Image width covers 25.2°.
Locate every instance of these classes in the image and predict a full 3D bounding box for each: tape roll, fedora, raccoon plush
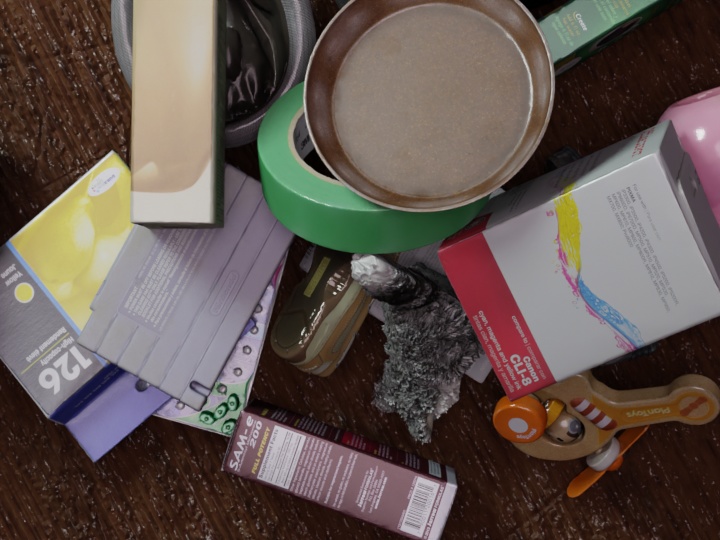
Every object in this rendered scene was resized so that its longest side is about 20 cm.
[{"bbox_3d":[0.014,-0.097,1.346,0.198,0.201,0.048,-2,133,2],"label":"tape roll"},{"bbox_3d":[-0.127,-0.209,1.433,0.176,0.090,0.202,-22,91,2],"label":"fedora"},{"bbox_3d":[0.026,0.062,1.380,0.199,0.097,0.135,27,101,-36],"label":"raccoon plush"}]

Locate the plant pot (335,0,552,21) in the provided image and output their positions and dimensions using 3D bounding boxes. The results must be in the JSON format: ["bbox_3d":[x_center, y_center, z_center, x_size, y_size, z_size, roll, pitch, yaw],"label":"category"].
[{"bbox_3d":[0.055,-0.291,1.387,0.176,0.200,0.201,-28,90,14],"label":"plant pot"}]

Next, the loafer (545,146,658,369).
[{"bbox_3d":[0.199,-0.009,1.432,0.072,0.073,0.202,-20,90,-6],"label":"loafer"}]

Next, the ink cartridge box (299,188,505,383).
[{"bbox_3d":[0.069,-0.017,1.463,0.199,0.047,0.161,33,91,-16],"label":"ink cartridge box"}]

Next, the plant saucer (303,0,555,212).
[{"bbox_3d":[0.055,-0.138,1.269,0.198,0.035,0.202,-3,74,10],"label":"plant saucer"}]

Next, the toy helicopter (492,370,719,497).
[{"bbox_3d":[0.222,0.132,1.415,0.198,0.079,0.133,-11,124,27],"label":"toy helicopter"}]

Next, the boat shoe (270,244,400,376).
[{"bbox_3d":[0.000,0.000,1.402,0.076,0.072,0.201,34,91,-41],"label":"boat shoe"}]

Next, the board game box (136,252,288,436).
[{"bbox_3d":[-0.182,0.031,1.470,0.198,0.026,0.202,15,91,2],"label":"board game box"}]

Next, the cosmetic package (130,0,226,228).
[{"bbox_3d":[-0.150,-0.136,1.336,0.070,0.105,0.202,0,88,0],"label":"cosmetic package"}]

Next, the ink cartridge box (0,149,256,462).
[{"bbox_3d":[-0.230,0.033,1.436,0.197,0.047,0.200,-40,87,0],"label":"ink cartridge box"}]

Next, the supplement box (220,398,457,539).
[{"bbox_3d":[-0.017,0.177,1.425,0.198,0.109,0.061,20,91,2],"label":"supplement box"}]

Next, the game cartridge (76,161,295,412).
[{"bbox_3d":[-0.147,0.004,1.400,0.129,0.038,0.201,29,86,3],"label":"game cartridge"}]

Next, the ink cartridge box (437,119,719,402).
[{"bbox_3d":[0.192,-0.011,1.325,0.199,0.145,0.146,-24,98,20],"label":"ink cartridge box"}]

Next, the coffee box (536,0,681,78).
[{"bbox_3d":[0.204,-0.218,1.411,0.199,0.123,0.044,-31,87,3],"label":"coffee box"}]

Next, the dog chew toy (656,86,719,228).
[{"bbox_3d":[0.331,-0.058,1.412,0.123,0.125,0.202,-18,98,2],"label":"dog chew toy"}]
